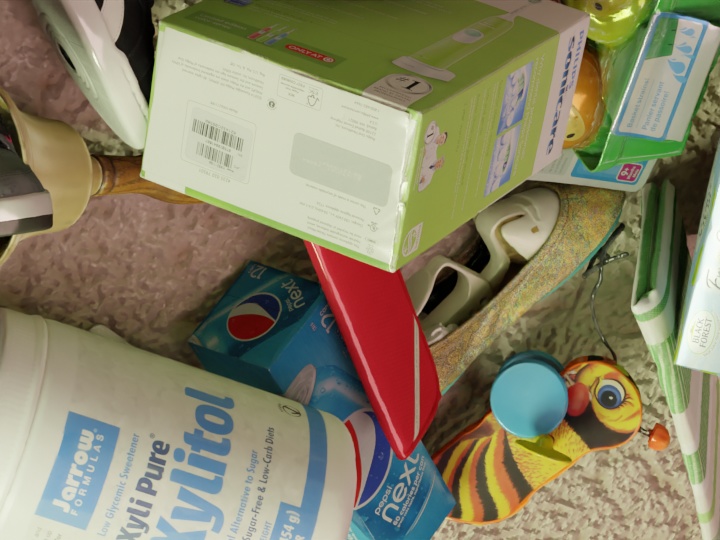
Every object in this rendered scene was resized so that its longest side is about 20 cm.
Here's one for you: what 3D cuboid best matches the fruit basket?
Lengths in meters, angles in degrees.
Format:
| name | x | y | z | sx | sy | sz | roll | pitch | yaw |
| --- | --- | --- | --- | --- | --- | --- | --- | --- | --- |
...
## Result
| name | x | y | z | sx | sy | sz | roll | pitch | yaw |
| --- | --- | --- | --- | --- | --- | --- | --- | --- | --- |
| fruit basket | 0.105 | -0.129 | 1.325 | 0.199 | 0.094 | 0.186 | 3 | 120 | -29 |

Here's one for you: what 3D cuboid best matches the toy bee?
| name | x | y | z | sx | sy | sz | roll | pitch | yaw |
| --- | --- | --- | --- | --- | --- | --- | --- | --- | --- |
| toy bee | 0.128 | 0.090 | 1.448 | 0.200 | 0.109 | 0.131 | -52 | 176 | 28 |

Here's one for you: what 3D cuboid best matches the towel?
| name | x | y | z | sx | sy | sz | roll | pitch | yaw |
| --- | --- | --- | --- | --- | --- | --- | --- | --- | --- |
| towel | 0.199 | 0.065 | 1.471 | 0.023 | 0.153 | 0.201 | -9 | 120 | 14 |

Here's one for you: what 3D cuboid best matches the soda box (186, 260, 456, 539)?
| name | x | y | z | sx | sy | sz | roll | pitch | yaw |
| --- | --- | --- | --- | --- | --- | --- | --- | --- | --- |
| soda box | -0.019 | 0.088 | 1.372 | 0.064 | 0.068 | 0.201 | -52 | 136 | -23 |

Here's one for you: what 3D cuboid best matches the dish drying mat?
| name | x | y | z | sx | sy | sz | roll | pitch | yaw |
| --- | --- | --- | --- | --- | --- | --- | --- | --- | --- |
| dish drying mat | 0.000 | 0.000 | 1.311 | 0.077 | 0.018 | 0.201 | -52 | 127 | -55 |

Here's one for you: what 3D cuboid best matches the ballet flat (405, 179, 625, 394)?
| name | x | y | z | sx | sy | sz | roll | pitch | yaw |
| --- | --- | --- | --- | --- | --- | --- | --- | --- | --- |
| ballet flat | 0.073 | 0.002 | 1.400 | 0.200 | 0.071 | 0.071 | -44 | 133 | -4 |

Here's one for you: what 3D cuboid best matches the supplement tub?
| name | x | y | z | sx | sy | sz | roll | pitch | yaw |
| --- | --- | --- | --- | --- | --- | --- | --- | --- | --- |
| supplement tub | -0.114 | 0.110 | 1.241 | 0.199 | 0.132 | 0.133 | 19 | 106 | -18 |

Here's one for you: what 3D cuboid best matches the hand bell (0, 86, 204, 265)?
| name | x | y | z | sx | sy | sz | roll | pitch | yaw |
| --- | --- | --- | --- | --- | --- | --- | --- | --- | --- |
| hand bell | -0.131 | -0.049 | 1.225 | 0.199 | 0.104 | 0.105 | -3 | 119 | -49 |

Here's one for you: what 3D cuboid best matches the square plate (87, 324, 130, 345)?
| name | x | y | z | sx | sy | sz | roll | pitch | yaw |
| --- | --- | --- | --- | --- | --- | --- | --- | --- | --- |
| square plate | -0.148 | 0.154 | 1.356 | 0.198 | 0.028 | 0.200 | -49 | 134 | 0 |

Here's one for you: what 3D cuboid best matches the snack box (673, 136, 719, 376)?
| name | x | y | z | sx | sy | sz | roll | pitch | yaw |
| --- | --- | --- | --- | --- | --- | --- | --- | --- | --- |
| snack box | 0.239 | -0.051 | 1.407 | 0.067 | 0.200 | 0.170 | 13 | 114 | 6 |

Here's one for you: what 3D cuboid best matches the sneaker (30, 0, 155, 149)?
| name | x | y | z | sx | sy | sz | roll | pitch | yaw |
| --- | --- | --- | --- | --- | --- | --- | --- | --- | --- |
| sneaker | -0.110 | -0.165 | 1.141 | 0.111 | 0.073 | 0.201 | -34 | 117 | -15 |

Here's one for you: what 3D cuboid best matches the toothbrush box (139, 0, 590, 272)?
| name | x | y | z | sx | sy | sz | roll | pitch | yaw |
| --- | --- | --- | --- | --- | --- | --- | --- | --- | --- |
| toothbrush box | 0.006 | -0.089 | 1.189 | 0.200 | 0.145 | 0.087 | -36 | 142 | -55 |

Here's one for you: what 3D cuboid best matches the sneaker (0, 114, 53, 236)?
| name | x | y | z | sx | sy | sz | roll | pitch | yaw |
| --- | --- | --- | --- | --- | --- | --- | --- | --- | --- |
| sneaker | -0.195 | -0.084 | 1.076 | 0.083 | 0.199 | 0.122 | -9 | 106 | -32 |
